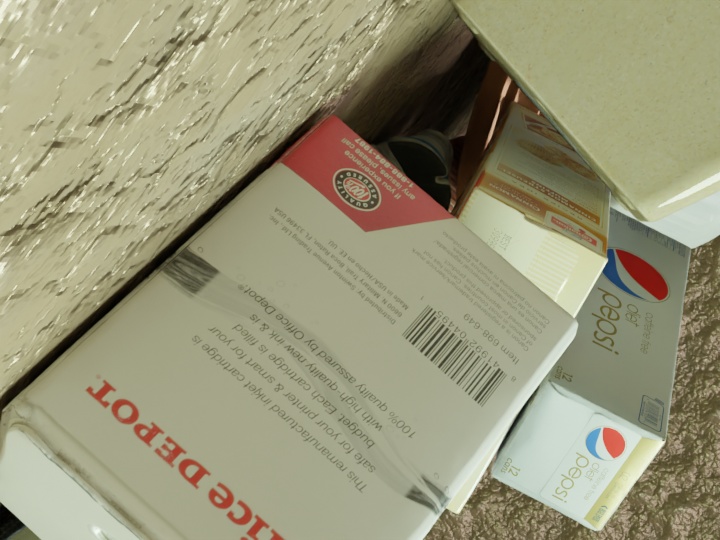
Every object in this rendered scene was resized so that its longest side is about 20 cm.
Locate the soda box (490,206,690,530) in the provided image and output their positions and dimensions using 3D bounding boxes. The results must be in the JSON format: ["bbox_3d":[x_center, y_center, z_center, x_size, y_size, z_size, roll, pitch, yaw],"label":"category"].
[{"bbox_3d":[0.128,0.043,0.701,0.068,0.063,0.200,-64,177,33],"label":"soda box"}]

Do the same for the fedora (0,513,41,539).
[{"bbox_3d":[-0.151,0.181,0.580,0.201,0.092,0.201,-47,174,-6],"label":"fedora"}]

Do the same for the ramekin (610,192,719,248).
[{"bbox_3d":[0.205,-0.118,0.977,0.097,0.201,0.201,10,125,-46],"label":"ramekin"}]

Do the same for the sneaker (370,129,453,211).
[{"bbox_3d":[0.000,0.000,0.776,0.200,0.075,0.087,-54,179,27],"label":"sneaker"}]

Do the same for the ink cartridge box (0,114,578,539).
[{"bbox_3d":[-0.027,0.055,0.531,0.200,0.145,0.085,-46,173,-37],"label":"ink cartridge box"}]

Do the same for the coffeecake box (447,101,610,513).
[{"bbox_3d":[0.069,0.010,0.711,0.154,0.073,0.200,-63,179,21],"label":"coffeecake box"}]

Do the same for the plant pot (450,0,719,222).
[{"bbox_3d":[0.153,-0.130,0.609,0.177,0.200,0.200,-42,175,8],"label":"plant pot"}]

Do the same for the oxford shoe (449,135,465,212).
[{"bbox_3d":[0.020,-0.016,0.915,0.200,0.071,0.074,-48,-165,-21],"label":"oxford shoe"}]

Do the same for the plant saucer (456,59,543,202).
[{"bbox_3d":[0.124,-0.114,0.863,0.200,0.037,0.201,-52,158,-32],"label":"plant saucer"}]
